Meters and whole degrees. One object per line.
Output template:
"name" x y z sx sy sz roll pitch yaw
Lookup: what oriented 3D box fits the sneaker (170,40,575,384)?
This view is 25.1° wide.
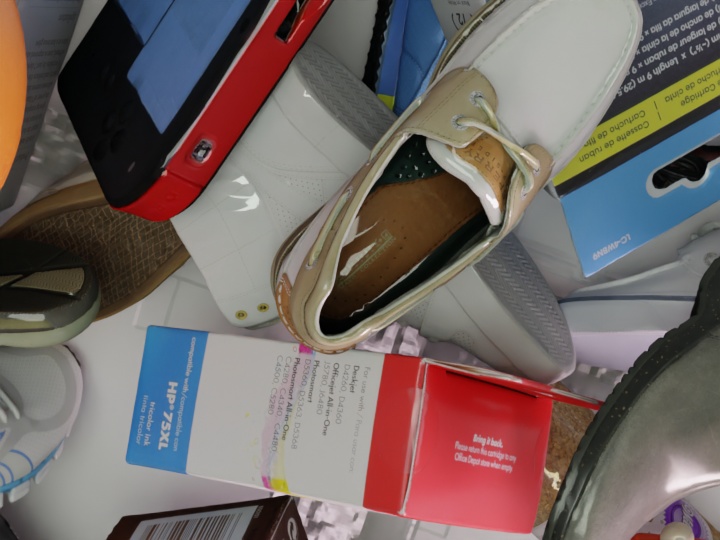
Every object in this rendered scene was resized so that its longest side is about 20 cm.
"sneaker" 0.000 0.000 0.747 0.115 0.074 0.200 -39 106 24

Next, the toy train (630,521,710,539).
"toy train" 0.077 0.164 0.753 0.197 0.056 0.152 1 121 5

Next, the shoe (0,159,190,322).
"shoe" -0.107 -0.031 0.807 0.198 0.054 0.070 -26 110 22

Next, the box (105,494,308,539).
"box" -0.057 0.218 0.799 0.099 0.075 0.202 -10 114 20

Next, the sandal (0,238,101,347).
"sandal" -0.212 0.017 0.789 0.199 0.080 0.058 13 132 30

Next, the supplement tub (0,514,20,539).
"supplement tub" -0.200 0.205 0.818 0.122 0.123 0.201 -35 94 11

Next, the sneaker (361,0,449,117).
"sneaker" 0.047 -0.126 0.771 0.077 0.066 0.203 8 101 -7

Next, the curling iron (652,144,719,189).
"curling iron" 0.215 -0.042 0.774 0.197 0.050 0.026 2 132 2

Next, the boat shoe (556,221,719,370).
"boat shoe" 0.185 0.008 0.778 0.197 0.074 0.066 -4 69 12

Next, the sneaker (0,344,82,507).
"sneaker" -0.199 0.075 0.762 0.075 0.200 0.087 41 130 13

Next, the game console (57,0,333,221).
"game console" -0.067 -0.133 0.732 0.031 0.177 0.201 28 104 -35

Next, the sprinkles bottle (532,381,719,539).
"sprinkles bottle" 0.139 0.137 0.796 0.200 0.068 0.068 43 101 -1

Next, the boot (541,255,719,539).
"boot" 0.173 0.075 0.672 0.130 0.068 0.200 33 70 20

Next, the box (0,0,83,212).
"box" -0.218 -0.143 0.772 0.151 0.106 0.202 22 101 2

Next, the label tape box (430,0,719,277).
"label tape box" 0.112 -0.121 0.730 0.142 0.066 0.202 -28 111 -15

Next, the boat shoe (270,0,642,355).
"boat shoe" 0.045 -0.043 0.656 0.075 0.068 0.200 40 93 -14

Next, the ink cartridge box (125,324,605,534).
"ink cartridge box" 0.006 0.074 0.732 0.198 0.116 0.068 5 82 36

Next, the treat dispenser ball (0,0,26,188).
"treat dispenser ball" -0.231 -0.078 0.627 0.198 0.201 0.204 1 99 6
